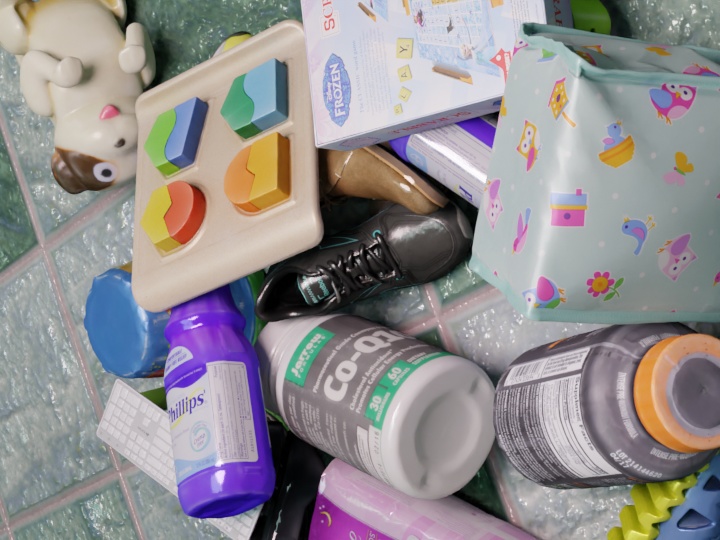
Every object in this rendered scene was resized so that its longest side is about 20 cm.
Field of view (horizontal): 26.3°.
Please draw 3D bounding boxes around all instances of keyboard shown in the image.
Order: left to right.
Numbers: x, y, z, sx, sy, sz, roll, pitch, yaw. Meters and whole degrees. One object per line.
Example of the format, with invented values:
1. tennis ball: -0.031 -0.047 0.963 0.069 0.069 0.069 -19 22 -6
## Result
1. keyboard: -0.153 0.159 1.298 0.200 0.011 0.056 29 109 36

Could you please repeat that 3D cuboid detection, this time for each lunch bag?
1. lunch bag: 0.186 -0.057 0.967 0.122 0.199 0.171 -134 51 -62

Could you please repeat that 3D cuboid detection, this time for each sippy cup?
1. sippy cup: -0.171 0.038 1.381 0.139 0.130 0.178 -9 92 45

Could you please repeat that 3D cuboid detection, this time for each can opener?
1. can opener: -0.070 0.227 1.287 0.078 0.063 0.201 7 87 2

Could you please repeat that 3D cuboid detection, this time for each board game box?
1. board game box: 0.046 -0.200 1.064 0.199 0.041 0.201 -11 81 36

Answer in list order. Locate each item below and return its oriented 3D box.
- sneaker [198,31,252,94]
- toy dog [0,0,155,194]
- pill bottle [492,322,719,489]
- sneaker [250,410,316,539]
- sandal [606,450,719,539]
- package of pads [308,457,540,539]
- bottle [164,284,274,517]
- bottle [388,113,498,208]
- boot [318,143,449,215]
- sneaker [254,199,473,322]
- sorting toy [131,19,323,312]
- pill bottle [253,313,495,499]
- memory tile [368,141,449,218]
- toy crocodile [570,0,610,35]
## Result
1. sneaker: -0.077 -0.104 1.306 0.090 0.078 0.201 -2 99 31
2. toy dog: -0.261 -0.169 1.426 0.194 0.139 0.200 -42 68 56
3. pill bottle: 0.174 0.089 1.017 0.200 0.106 0.107 -25 80 68
4. sneaker: -0.084 0.193 1.358 0.200 0.084 0.077 55 138 22
5. sandal: 0.224 0.183 1.067 0.087 0.080 0.200 24 113 -2
6. package of pads: 0.051 0.235 1.228 0.200 0.076 0.121 24 114 33
7. bottle: -0.118 0.092 1.229 0.083 0.065 0.201 -33 59 48
8. bottle: 0.113 -0.062 1.104 0.200 0.084 0.065 37 94 19
9. boot: -0.011 -0.070 1.198 0.200 0.074 0.076 28 84 46
10. sneaker: 0.000 0.000 1.217 0.200 0.079 0.076 -20 106 36
11. sorting toy: -0.113 -0.086 1.219 0.185 0.036 0.201 -22 58 29
12. pill bottle: 0.005 0.098 1.223 0.200 0.113 0.113 19 112 49
13. memory tile: 0.036 -0.136 1.217 0.153 0.017 0.200 53 130 24
14. toy crocodile: 0.101 -0.210 1.097 0.200 0.067 0.062 38 123 33
